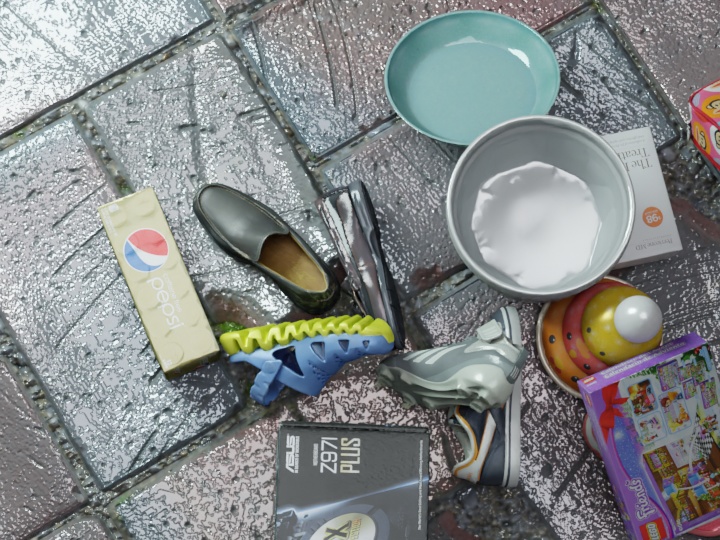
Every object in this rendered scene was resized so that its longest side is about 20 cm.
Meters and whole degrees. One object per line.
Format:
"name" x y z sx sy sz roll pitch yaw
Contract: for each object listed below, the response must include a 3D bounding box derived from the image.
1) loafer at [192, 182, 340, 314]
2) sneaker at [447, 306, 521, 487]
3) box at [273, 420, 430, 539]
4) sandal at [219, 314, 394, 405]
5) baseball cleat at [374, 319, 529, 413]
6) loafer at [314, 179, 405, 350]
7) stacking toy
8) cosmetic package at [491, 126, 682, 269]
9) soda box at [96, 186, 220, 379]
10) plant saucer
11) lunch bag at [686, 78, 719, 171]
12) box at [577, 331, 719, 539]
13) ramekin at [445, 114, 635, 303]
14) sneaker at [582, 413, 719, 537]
"loafer" -0.102 -0.033 1.668 0.200 0.072 0.073 36 79 4
"sneaker" 0.137 0.136 1.651 0.079 0.078 0.200 3 75 0
"box" -0.011 0.266 1.607 0.164 0.086 0.200 3 78 -4
"sandal" -0.054 0.096 1.627 0.200 0.079 0.087 -9 89 26
"baseball cleat" 0.105 0.102 1.616 0.106 0.200 0.070 -52 123 -24
"loafer" 0.000 0.000 1.679 0.063 0.072 0.200 -16 76 9
"stacking toy" 0.276 0.059 1.616 0.146 0.200 0.146 1 78 -5
"cosmetic package" 0.251 -0.070 1.718 0.200 0.052 0.151 -12 82 -7
"soda box" -0.221 0.015 1.653 0.068 0.064 0.200 -22 80 -9
"plant saucer" 0.128 -0.212 1.718 0.200 0.036 0.200 -2 57 3
"lunch bag" 0.480 -0.187 1.723 0.200 0.082 0.176 -23 42 -9
"box" 0.322 0.181 1.578 0.137 0.039 0.200 -22 109 -6
"ramekin" 0.193 -0.058 1.626 0.200 0.105 0.200 -1 76 4
"sneaker" 0.329 0.222 1.645 0.200 0.087 0.074 40 79 4
